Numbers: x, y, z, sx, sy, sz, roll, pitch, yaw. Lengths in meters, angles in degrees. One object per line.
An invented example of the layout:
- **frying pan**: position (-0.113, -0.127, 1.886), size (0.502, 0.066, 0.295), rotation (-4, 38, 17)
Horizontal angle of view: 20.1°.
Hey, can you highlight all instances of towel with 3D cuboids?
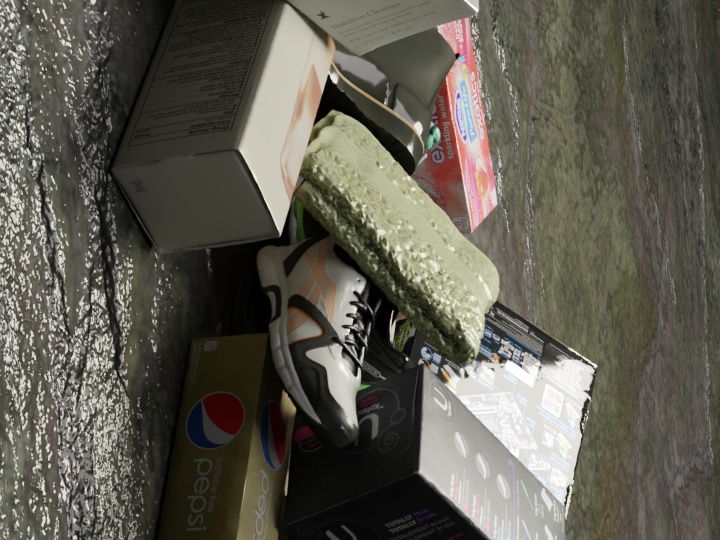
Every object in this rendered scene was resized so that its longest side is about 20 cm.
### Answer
- **towel**: position (0.028, -0.029, 1.514), size (0.200, 0.036, 0.149), rotation (49, 23, -10)

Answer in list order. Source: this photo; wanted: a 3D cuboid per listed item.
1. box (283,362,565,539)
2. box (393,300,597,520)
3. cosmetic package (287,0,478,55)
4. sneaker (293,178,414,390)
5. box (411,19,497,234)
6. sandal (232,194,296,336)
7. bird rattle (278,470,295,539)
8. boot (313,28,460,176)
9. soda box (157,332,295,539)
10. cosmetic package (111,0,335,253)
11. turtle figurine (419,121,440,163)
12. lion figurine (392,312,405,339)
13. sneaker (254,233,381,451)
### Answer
- **box**: position (0.051, 0.180, 1.480), size (0.200, 0.122, 0.107), rotation (46, 32, -34)
- **box**: position (0.106, 0.124, 1.766), size (0.199, 0.050, 0.200), rotation (32, 54, -23)
- **cosmetic package**: position (-0.011, -0.237, 1.409), size (0.200, 0.112, 0.082), rotation (29, 52, -51)
- **sneaker**: position (0.000, 0.000, 1.564), size (0.077, 0.083, 0.202), rotation (42, 35, -71)
- **box**: position (0.051, -0.137, 1.832), size (0.095, 0.102, 0.202), rotation (-44, 127, -64)
- **sandal**: position (-0.057, 0.012, 1.576), size (0.201, 0.048, 0.076), rotation (-76, 152, -42)
- **bird rattle**: position (-0.020, 0.215, 1.546), size (0.163, 0.112, 0.201), rotation (40, 48, -40)
- **boot**: position (-0.015, -0.181, 1.607), size (0.200, 0.077, 0.139), rotation (44, 49, -23)
- **soda box**: position (-0.093, 0.148, 1.424), size (0.068, 0.064, 0.201), rotation (57, 33, -52)
- **cosmetic package**: position (-0.092, -0.116, 1.437), size (0.201, 0.103, 0.088), rotation (-74, 149, -42)
- **turtle figurine**: position (-0.007, -0.155, 1.692), size (0.149, 0.101, 0.201), rotation (27, 64, -18)
- **lion figurine**: position (0.005, 0.057, 1.622), size (0.072, 0.122, 0.201), rotation (32, 71, -46)
- **sneaker**: position (-0.023, 0.041, 1.448), size (0.201, 0.079, 0.074), rotation (-104, 169, -45)
